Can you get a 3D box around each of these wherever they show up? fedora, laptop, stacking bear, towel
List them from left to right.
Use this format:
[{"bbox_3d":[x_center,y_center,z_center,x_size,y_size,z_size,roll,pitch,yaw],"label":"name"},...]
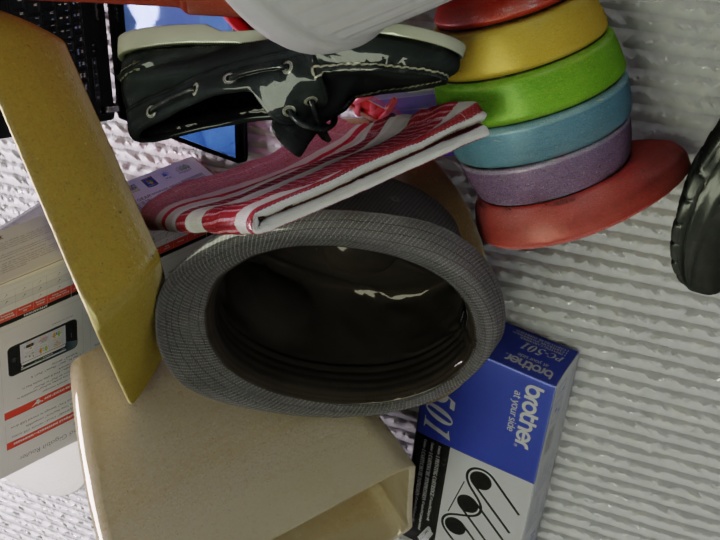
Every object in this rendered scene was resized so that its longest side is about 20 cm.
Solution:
[{"bbox_3d":[-0.186,-0.151,0.936,0.103,0.199,0.178,-123,28,-48],"label":"laptop"},{"bbox_3d":[-0.033,-0.055,0.766,0.200,0.144,0.023,6,119,67],"label":"towel"},{"bbox_3d":[-0.016,0.004,0.821,0.199,0.091,0.177,-1,137,2],"label":"fedora"},{"bbox_3d":[0.088,-0.124,0.762,0.121,0.114,0.201,-4,114,37],"label":"stacking bear"}]

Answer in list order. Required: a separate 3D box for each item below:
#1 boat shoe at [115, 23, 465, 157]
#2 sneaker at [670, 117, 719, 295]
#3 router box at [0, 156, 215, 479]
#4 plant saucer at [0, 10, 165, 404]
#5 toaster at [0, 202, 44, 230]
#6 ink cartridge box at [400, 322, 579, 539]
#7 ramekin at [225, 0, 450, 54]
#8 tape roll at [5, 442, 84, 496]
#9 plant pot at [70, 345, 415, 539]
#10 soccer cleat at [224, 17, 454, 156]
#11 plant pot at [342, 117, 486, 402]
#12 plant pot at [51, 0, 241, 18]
[{"bbox_3d":[-0.042,-0.093,0.740,0.198,0.074,0.066,3,83,18],"label":"boat shoe"},{"bbox_3d":[0.222,-0.058,0.737,0.090,0.076,0.201,22,135,11],"label":"sneaker"},{"bbox_3d":[-0.189,0.033,1.001,0.049,0.200,0.180,39,138,31],"label":"router box"},{"bbox_3d":[-0.160,-0.038,0.817,0.200,0.048,0.201,102,144,-73],"label":"plant saucer"},{"bbox_3d":[-0.266,0.049,1.096,0.113,0.129,0.201,34,120,13],"label":"toaster"},{"bbox_3d":[0.087,0.125,0.982,0.094,0.044,0.201,22,130,20],"label":"ink cartridge box"},{"bbox_3d":[0.002,-0.202,0.615,0.094,0.202,0.203,-5,118,32],"label":"ramekin"},{"bbox_3d":[-0.310,0.114,1.267,0.202,0.037,0.204,18,129,24],"label":"tape roll"},{"bbox_3d":[-0.092,0.126,0.955,0.178,0.199,0.200,60,170,19],"label":"plant pot"},{"bbox_3d":[-0.017,-0.130,0.850,0.200,0.076,0.067,41,135,4],"label":"soccer cleat"},{"bbox_3d":[0.000,0.000,0.930,0.199,0.027,0.201,19,119,38],"label":"plant pot"},{"bbox_3d":[-0.146,-0.223,0.733,0.194,0.201,0.202,-4,126,-4],"label":"plant pot"}]
